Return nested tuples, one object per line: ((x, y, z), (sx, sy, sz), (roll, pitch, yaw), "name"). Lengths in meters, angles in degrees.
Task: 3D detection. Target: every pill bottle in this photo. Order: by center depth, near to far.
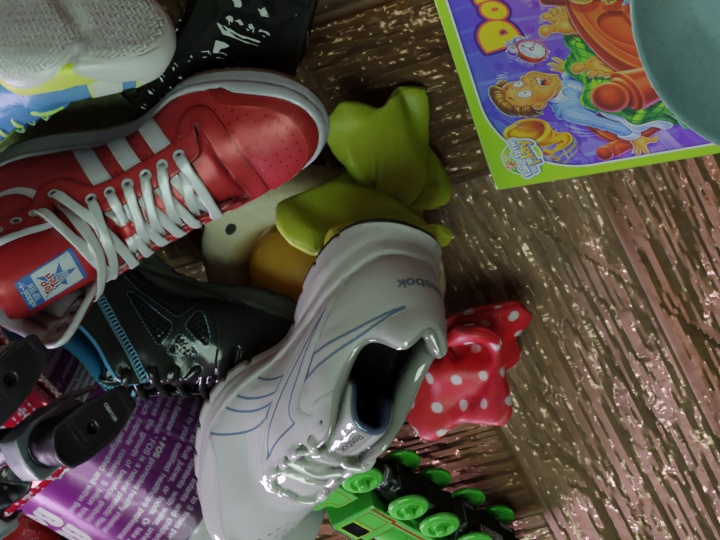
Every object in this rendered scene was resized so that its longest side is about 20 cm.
((-0.121, 0.103, 1.577), (0.200, 0.112, 0.112), (31, 126, -13), "pill bottle")

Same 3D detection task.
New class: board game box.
((0.105, -0.141, 1.397), (0.134, 0.045, 0.201), (-9, 124, 16), "board game box")

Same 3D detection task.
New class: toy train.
((0.017, 0.126, 1.575), (0.056, 0.042, 0.200), (-29, 140, 25), "toy train")

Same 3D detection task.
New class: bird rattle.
((0.000, 0.000, 1.513), (0.162, 0.113, 0.200), (2, 141, 23), "bird rattle")

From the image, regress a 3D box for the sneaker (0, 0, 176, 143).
((-0.179, -0.095, 1.427), (0.199, 0.076, 0.105), (6, 142, 16), "sneaker")

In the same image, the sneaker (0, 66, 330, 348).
((-0.111, -0.027, 1.384), (0.199, 0.113, 0.071), (-16, 120, 30), "sneaker")

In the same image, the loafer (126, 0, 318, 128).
((-0.054, -0.114, 1.426), (0.073, 0.071, 0.200), (27, 122, -2), "loafer")

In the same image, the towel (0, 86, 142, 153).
((-0.187, -0.093, 1.490), (0.148, 0.037, 0.200), (-29, 118, 28), "towel")

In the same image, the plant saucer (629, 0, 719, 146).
((0.211, -0.149, 1.348), (0.200, 0.039, 0.202), (-9, 120, -16), "plant saucer")

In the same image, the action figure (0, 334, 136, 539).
((-0.203, 0.082, 1.438), (0.130, 0.069, 0.200), (47, 145, -21), "action figure")

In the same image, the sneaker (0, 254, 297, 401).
((-0.092, 0.041, 1.484), (0.199, 0.082, 0.073), (24, 151, 6), "sneaker")

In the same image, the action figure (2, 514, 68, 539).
((-0.136, 0.174, 1.621), (0.199, 0.066, 0.052), (17, 123, -32), "action figure")

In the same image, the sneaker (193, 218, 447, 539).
((-0.022, 0.070, 1.409), (0.074, 0.087, 0.200), (16, 122, -24), "sneaker")

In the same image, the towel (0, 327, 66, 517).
((-0.240, 0.083, 1.513), (0.145, 0.022, 0.200), (46, 130, -7), "towel")
